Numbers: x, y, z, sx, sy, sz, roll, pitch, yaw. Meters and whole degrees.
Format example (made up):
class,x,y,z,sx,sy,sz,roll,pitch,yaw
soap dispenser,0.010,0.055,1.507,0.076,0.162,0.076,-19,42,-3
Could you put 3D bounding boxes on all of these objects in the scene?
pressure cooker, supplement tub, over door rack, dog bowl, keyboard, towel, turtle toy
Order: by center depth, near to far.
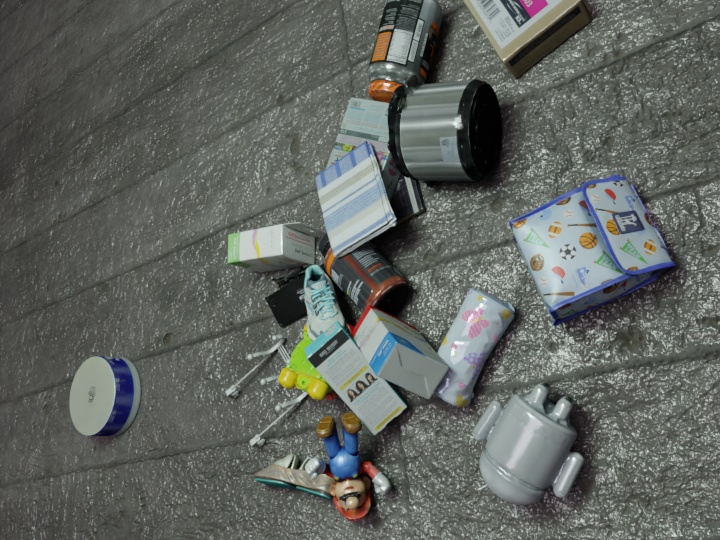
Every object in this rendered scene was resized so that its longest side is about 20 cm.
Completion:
class,x,y,z,sx,sy,sz,roll,pitch,yaw
pressure cooker,0.140,-0.253,1.114,0.197,0.178,0.180,4,85,33
towel,-0.013,-0.137,1.175,0.145,0.024,0.203,-30,57,23
turtle toy,-0.056,0.192,1.192,0.197,0.101,0.147,14,64,33
supplement tub,0.000,0.000,1.193,0.107,0.106,0.200,-51,59,14
supplement tub,0.086,-0.438,1.224,0.121,0.122,0.204,14,88,35
over door rack,-0.205,0.257,1.301,0.200,0.066,0.148,-47,57,16
keyboard,-0.116,0.037,1.319,0.198,0.040,0.105,-28,88,24
dog bowl,-0.665,0.325,1.589,0.197,0.078,0.204,-8,75,33

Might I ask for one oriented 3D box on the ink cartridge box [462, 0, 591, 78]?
class,x,y,z,sx,sy,sz,roll,pitch,yaw
ink cartridge box,0.296,-0.487,1.123,0.164,0.075,0.202,-36,61,24

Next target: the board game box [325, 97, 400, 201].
class,x,y,z,sx,sy,sz,roll,pitch,yaw
board game box,0.017,-0.237,1.245,0.146,0.064,0.203,20,88,37

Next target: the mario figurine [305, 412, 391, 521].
class,x,y,z,sx,sy,sz,roll,pitch,yaw
mario figurine,-0.020,0.367,1.097,0.122,0.106,0.204,1,111,35

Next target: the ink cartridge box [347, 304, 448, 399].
class,x,y,z,sx,sy,sz,roll,pitch,yaw
ink cartridge box,0.059,0.130,1.072,0.068,0.115,0.200,-59,24,9

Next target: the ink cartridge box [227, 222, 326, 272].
class,x,y,z,sx,sy,sz,roll,pitch,yaw
ink cartridge box,-0.176,-0.047,1.317,0.197,0.116,0.069,-8,76,33

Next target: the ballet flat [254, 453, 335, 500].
class,x,y,z,sx,sy,sz,roll,pitch,yaw
ballet flat,-0.124,0.407,1.224,0.197,0.068,0.068,2,61,29

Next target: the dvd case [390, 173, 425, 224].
class,x,y,z,sx,sy,sz,roll,pitch,yaw
dvd case,0.031,-0.149,1.262,0.198,0.016,0.151,-25,65,28

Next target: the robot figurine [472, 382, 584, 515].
class,x,y,z,sx,sy,sz,roll,pitch,yaw
robot figurine,0.259,0.276,0.954,0.168,0.112,0.203,30,97,28

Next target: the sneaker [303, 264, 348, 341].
class,x,y,z,sx,sy,sz,roll,pitch,yaw
sneaker,-0.078,0.063,1.178,0.076,0.088,0.201,-15,35,-10

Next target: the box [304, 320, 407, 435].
class,x,y,z,sx,sy,sz,roll,pitch,yaw
box,-0.008,0.194,1.100,0.082,0.201,0.049,-39,17,-2

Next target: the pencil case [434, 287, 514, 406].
class,x,y,z,sx,sy,sz,roll,pitch,yaw
pencil case,0.186,0.133,1.055,0.090,0.083,0.203,27,96,15

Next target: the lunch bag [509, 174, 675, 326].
class,x,y,z,sx,sy,sz,roll,pitch,yaw
lunch bag,0.358,-0.037,0.957,0.197,0.124,0.173,-24,67,12
